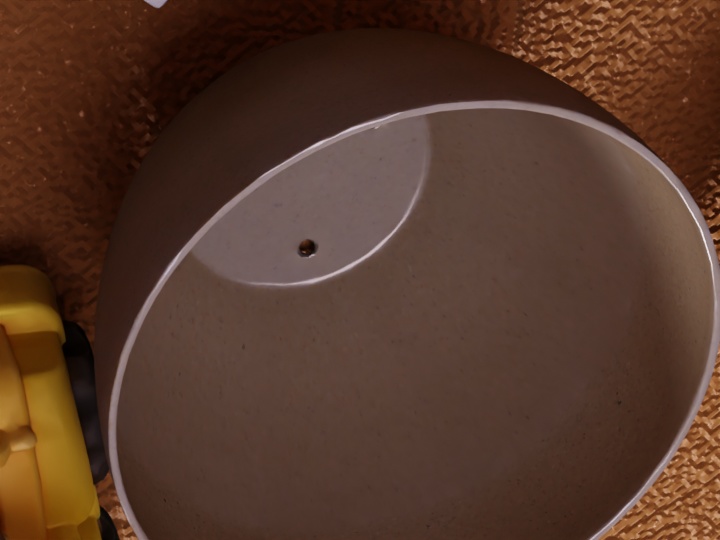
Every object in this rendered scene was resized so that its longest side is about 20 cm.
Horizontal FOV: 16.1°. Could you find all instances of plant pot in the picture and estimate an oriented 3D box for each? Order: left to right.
[{"bbox_3d":[0.000,0.000,0.832,0.200,0.134,0.200,-10,126,-15],"label":"plant pot"}]

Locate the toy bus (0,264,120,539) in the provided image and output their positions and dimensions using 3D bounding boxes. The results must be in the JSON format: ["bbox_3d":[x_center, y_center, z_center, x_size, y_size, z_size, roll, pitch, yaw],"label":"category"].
[{"bbox_3d":[-0.133,0.127,0.832,0.136,0.192,0.200,-11,125,-13],"label":"toy bus"}]

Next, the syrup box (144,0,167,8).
[{"bbox_3d":[-0.106,-0.169,0.707,0.079,0.081,0.200,-44,126,12],"label":"syrup box"}]
